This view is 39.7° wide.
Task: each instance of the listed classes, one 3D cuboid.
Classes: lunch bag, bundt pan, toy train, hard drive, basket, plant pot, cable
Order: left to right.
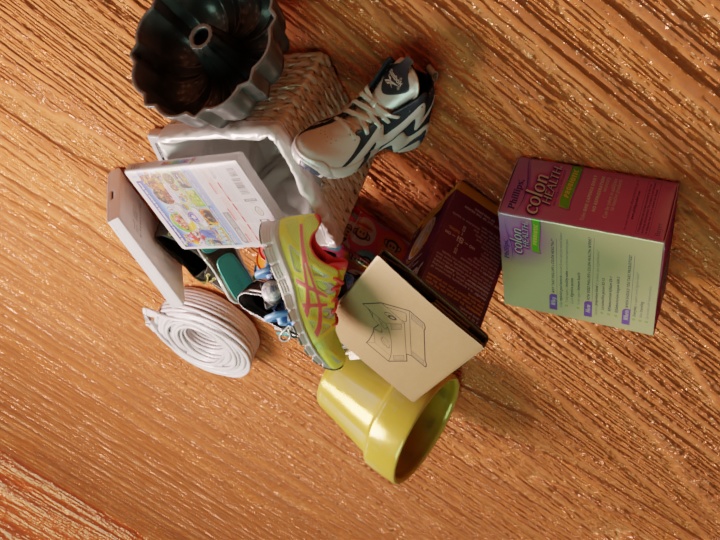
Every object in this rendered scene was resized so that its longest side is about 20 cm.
[{"bbox_3d":[-0.344,-0.050,1.605,0.026,0.133,0.201,-24,131,7],"label":"hard drive"},{"bbox_3d":[-0.280,0.115,1.828,0.196,0.070,0.201,2,140,31],"label":"cable"},{"bbox_3d":[-0.167,-0.255,1.160,0.198,0.206,0.076,6,167,27],"label":"bundt pan"},{"bbox_3d":[-0.114,-0.151,1.275,0.197,0.163,0.200,1,139,31],"label":"basket"},{"bbox_3d":[-0.064,0.026,1.343,0.112,0.089,0.200,-17,171,14],"label":"toy train"},{"bbox_3d":[0.000,0.000,1.470,0.198,0.083,0.176,33,147,-10],"label":"lunch bag"},{"bbox_3d":[0.036,0.216,1.650,0.187,0.201,0.203,29,149,21],"label":"plant pot"}]

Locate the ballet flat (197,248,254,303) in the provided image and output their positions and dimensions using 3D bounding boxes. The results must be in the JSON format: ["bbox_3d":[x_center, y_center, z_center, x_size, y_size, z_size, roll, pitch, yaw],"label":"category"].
[{"bbox_3d":[-0.222,-0.039,1.541,0.068,0.070,0.203,0,125,34],"label":"ballet flat"}]

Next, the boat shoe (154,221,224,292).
[{"bbox_3d":[-0.263,-0.015,1.648,0.071,0.061,0.202,-12,131,43],"label":"boat shoe"}]

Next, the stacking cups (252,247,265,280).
[{"bbox_3d":[-0.140,-0.002,1.550,0.060,0.061,0.201,24,157,3],"label":"stacking cups"}]

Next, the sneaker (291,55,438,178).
[{"bbox_3d":[0.014,-0.186,1.140,0.080,0.196,0.131,56,143,28],"label":"sneaker"}]

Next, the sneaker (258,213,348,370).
[{"bbox_3d":[-0.050,0.024,1.204,0.089,0.078,0.203,-21,103,3],"label":"sneaker"}]

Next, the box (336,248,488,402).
[{"bbox_3d":[0.048,0.073,1.225,0.163,0.021,0.200,39,146,-2],"label":"box"}]

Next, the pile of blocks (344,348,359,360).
[{"bbox_3d":[-0.068,0.092,1.541,0.198,0.062,0.084,23,113,37],"label":"pile of blocks"}]

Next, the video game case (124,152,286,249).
[{"bbox_3d":[-0.190,-0.084,1.259,0.197,0.018,0.144,-1,137,36],"label":"video game case"}]

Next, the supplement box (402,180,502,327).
[{"bbox_3d":[0.110,0.009,1.300,0.102,0.202,0.131,31,145,-9],"label":"supplement box"}]

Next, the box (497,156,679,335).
[{"bbox_3d":[0.278,-0.029,1.228,0.196,0.098,0.178,11,144,21],"label":"box"}]

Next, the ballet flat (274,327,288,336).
[{"bbox_3d":[-0.048,0.086,1.627,0.196,0.070,0.070,6,142,27],"label":"ballet flat"}]

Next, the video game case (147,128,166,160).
[{"bbox_3d":[-0.209,-0.125,1.501,0.179,0.022,0.202,10,142,24],"label":"video game case"}]

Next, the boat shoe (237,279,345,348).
[{"bbox_3d":[-0.094,0.066,1.471,0.197,0.068,0.075,28,121,22],"label":"boat shoe"}]
